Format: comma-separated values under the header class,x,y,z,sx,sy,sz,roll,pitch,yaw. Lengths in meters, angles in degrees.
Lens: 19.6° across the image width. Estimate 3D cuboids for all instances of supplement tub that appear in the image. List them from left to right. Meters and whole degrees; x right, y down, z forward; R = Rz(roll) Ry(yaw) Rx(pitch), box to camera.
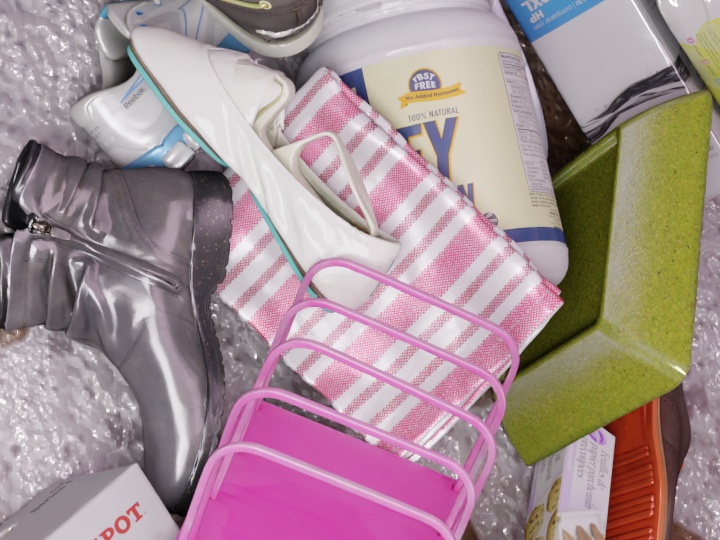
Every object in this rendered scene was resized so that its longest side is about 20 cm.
class,x,y,z,sx,sy,sz,roll,pitch,yaw
supplement tub,0.040,-0.075,1.285,0.144,0.145,0.201,-5,78,-41

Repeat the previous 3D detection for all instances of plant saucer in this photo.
class,x,y,z,sx,sy,sz,roll,pitch,yaw
plant saucer,0.143,0.001,1.320,0.048,0.200,0.201,19,63,-19

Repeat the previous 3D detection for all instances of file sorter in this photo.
class,x,y,z,sx,sy,sz,roll,pitch,yaw
file sorter,-0.006,0.103,1.072,0.138,0.126,0.200,22,30,1

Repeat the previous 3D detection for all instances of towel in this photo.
class,x,y,z,sx,sy,sz,roll,pitch,yaw
towel,0.000,0.000,1.198,0.200,0.146,0.030,44,13,6

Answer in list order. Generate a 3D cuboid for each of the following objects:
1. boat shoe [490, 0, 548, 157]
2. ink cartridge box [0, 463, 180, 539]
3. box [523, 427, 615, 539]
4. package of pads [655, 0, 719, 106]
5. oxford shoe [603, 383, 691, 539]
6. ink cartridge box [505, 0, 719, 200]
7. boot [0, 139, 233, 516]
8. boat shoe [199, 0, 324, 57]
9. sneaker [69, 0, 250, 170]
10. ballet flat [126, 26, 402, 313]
class,x,y,z,sx,sy,sz,roll,pitch,yaw
boat shoe,0.068,-0.155,1.400,0.062,0.072,0.201,-22,92,-5
ink cartridge box,-0.131,0.223,1.079,0.146,0.084,0.201,-41,104,-41
box,0.127,0.163,1.297,0.039,0.041,0.200,35,32,-12
package of pads,0.260,-0.169,1.426,0.200,0.068,0.155,48,23,-32
oxford shoe,0.196,0.135,1.398,0.072,0.071,0.201,23,61,-38
ink cartridge box,0.188,-0.146,1.442,0.201,0.084,0.145,58,21,-9
boot,-0.145,0.034,1.154,0.131,0.070,0.202,5,80,-23
boat shoe,-0.104,-0.202,1.201,0.201,0.061,0.072,34,72,15
sneaker,-0.108,-0.145,1.235,0.086,0.075,0.201,37,54,-18
ballet flat,-0.047,-0.070,1.161,0.200,0.069,0.069,52,49,2
